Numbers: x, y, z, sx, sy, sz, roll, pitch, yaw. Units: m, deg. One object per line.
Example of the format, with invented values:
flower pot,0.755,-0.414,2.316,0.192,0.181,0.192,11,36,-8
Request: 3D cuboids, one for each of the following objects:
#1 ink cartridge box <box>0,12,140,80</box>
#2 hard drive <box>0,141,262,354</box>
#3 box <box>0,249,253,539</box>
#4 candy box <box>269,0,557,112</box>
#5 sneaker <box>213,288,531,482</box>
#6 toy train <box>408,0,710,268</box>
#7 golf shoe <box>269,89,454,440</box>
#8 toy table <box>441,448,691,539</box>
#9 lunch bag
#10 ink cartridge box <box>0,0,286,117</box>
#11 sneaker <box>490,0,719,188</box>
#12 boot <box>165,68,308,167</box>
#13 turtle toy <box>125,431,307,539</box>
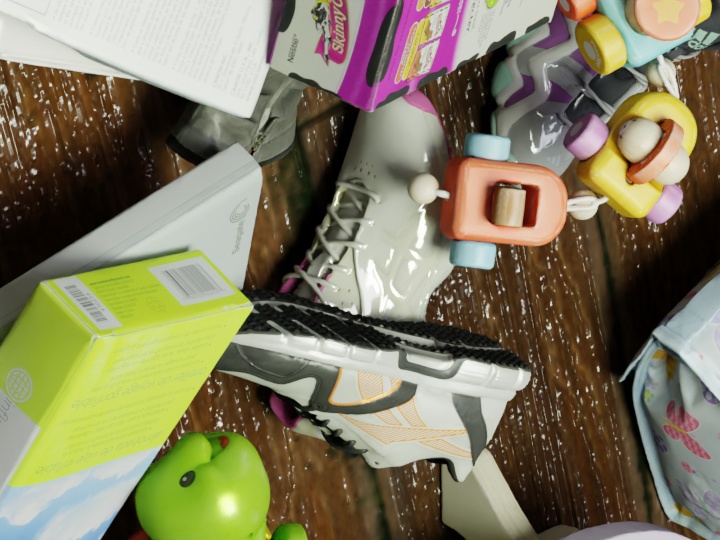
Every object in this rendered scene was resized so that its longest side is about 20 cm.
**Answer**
ink cartridge box,-0.121,-0.196,1.406,0.146,0.083,0.200,5,100,-44
hard drive,-0.136,0.030,1.465,0.200,0.027,0.132,-34,156,-29
box,-0.145,0.084,1.441,0.122,0.048,0.200,-12,142,-55
candy box,0.043,-0.168,1.430,0.200,0.061,0.136,-29,140,-57
sneaker,-0.004,0.063,1.541,0.200,0.074,0.080,14,105,-32
toy train,0.114,-0.093,1.558,0.150,0.056,0.200,11,90,-21
golf shoe,0.000,0.000,1.596,0.092,0.075,0.200,-6,107,-38
toy table,0.094,0.198,1.718,0.200,0.117,0.184,-4,107,-42
lunch bag,0.251,0.053,1.813,0.170,0.127,0.200,-44,139,-21
ink cartridge box,-0.104,-0.176,1.344,0.200,0.057,0.163,21,89,-37
sneaker,0.160,-0.126,1.650,0.078,0.140,0.200,23,88,-49
boot,-0.026,-0.122,1.542,0.200,0.068,0.131,-22,140,-54
turtle toy,-0.084,0.174,1.529,0.101,0.146,0.200,11,109,-21
